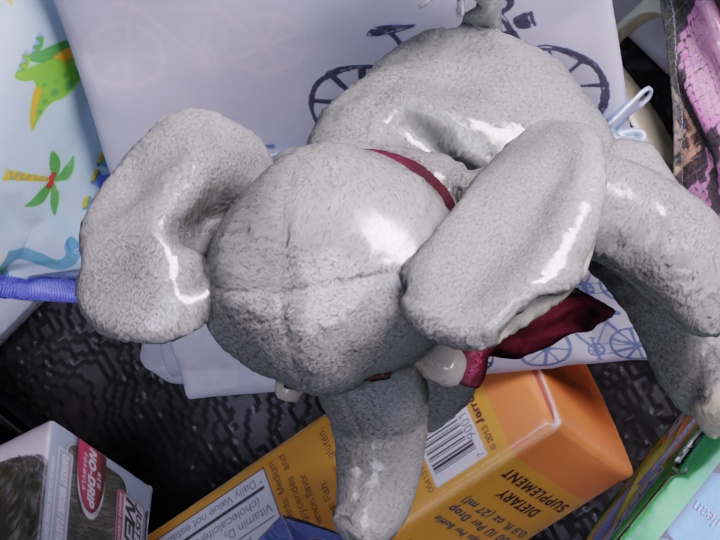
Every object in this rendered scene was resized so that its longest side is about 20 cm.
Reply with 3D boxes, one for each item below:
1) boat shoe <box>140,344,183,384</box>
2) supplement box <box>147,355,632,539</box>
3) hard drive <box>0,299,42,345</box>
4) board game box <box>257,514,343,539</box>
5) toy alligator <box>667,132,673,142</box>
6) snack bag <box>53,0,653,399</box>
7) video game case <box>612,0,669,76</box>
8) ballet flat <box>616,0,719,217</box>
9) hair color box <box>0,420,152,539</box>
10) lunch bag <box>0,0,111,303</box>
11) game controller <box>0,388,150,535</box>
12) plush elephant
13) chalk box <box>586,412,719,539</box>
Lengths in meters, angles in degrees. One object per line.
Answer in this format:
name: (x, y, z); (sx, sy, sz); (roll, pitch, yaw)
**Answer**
boat shoe: (0.000, 0.000, 0.873); (0.200, 0.072, 0.068); (-32, 122, 33)
supplement box: (-0.001, 0.096, 0.886); (0.200, 0.066, 0.069); (-34, 53, 18)
hard drive: (-0.223, 0.013, 0.956); (0.200, 0.027, 0.132); (-44, 88, 15)
board game box: (-0.038, 0.181, 0.879); (0.200, 0.135, 0.035); (-45, 43, 23)
toy alligator: (0.155, -0.032, 0.839); (0.200, 0.059, 0.054); (38, 87, 0)
snack bag: (0.004, -0.038, 0.777); (0.187, 0.021, 0.201); (-4, 131, 11)
video game case: (0.121, -0.188, 0.843); (0.200, 0.024, 0.182); (44, 106, 3)
ballet flat: (0.112, -0.097, 0.799); (0.071, 0.069, 0.201); (-16, 76, 33)
hair color box: (-0.173, 0.144, 0.881); (0.199, 0.099, 0.061); (-26, 134, 27)
lunch bag: (-0.153, -0.099, 0.850); (0.200, 0.127, 0.171); (29, 102, 36)
game controller: (-0.179, 0.079, 0.928); (0.200, 0.042, 0.104); (41, 107, -11)
plush elephant: (0.016, 0.003, 0.679); (0.164, 0.155, 0.201); (5, 126, 35)
chalk box: (0.149, 0.104, 0.792); (0.124, 0.200, 0.124); (38, 105, 4)
